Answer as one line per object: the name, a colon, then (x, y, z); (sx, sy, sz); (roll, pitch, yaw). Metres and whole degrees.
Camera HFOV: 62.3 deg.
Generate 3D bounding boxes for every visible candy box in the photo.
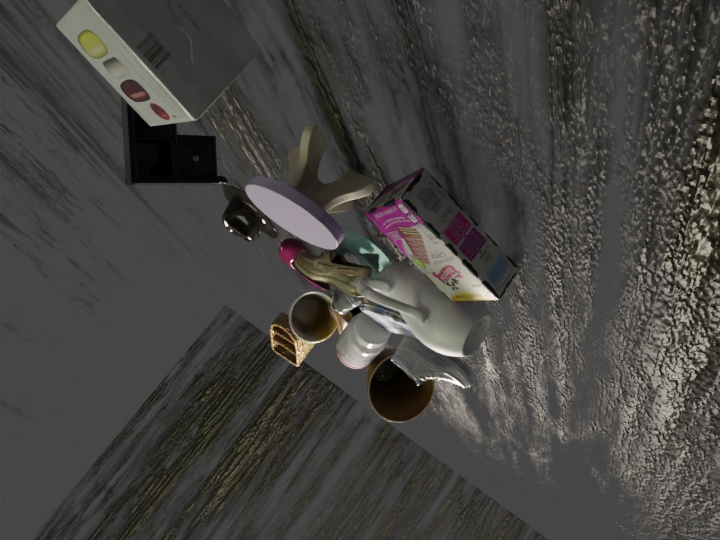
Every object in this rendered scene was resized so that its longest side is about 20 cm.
candy box: (0.113, -0.043, 0.855); (0.200, 0.061, 0.136); (43, 163, -13)

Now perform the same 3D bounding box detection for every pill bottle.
pill bottle: (0.009, 0.177, 1.550); (0.113, 0.114, 0.200); (38, 153, 3)

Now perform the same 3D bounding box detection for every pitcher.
pitcher: (0.103, 0.060, 0.989); (0.199, 0.123, 0.170); (33, -153, 32)

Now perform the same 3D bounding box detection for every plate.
plate: (0.000, 0.000, 1.212); (0.199, 0.026, 0.202); (32, 150, 21)

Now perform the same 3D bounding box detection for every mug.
mug: (-0.141, 0.145, 1.803); (0.187, 0.149, 0.153); (49, 170, -12)

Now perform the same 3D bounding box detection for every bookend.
bookend: (-0.388, -0.280, 1.243); (0.197, 0.203, 0.092); (-4, -174, -29)

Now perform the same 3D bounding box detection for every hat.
hat: (-0.306, -0.129, 1.530); (0.199, 0.081, 0.201); (37, 164, 12)

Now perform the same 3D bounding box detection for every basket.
basket: (-0.310, 0.289, 2.549); (0.199, 0.150, 0.143); (26, 160, 41)

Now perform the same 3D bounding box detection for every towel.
towel: (0.101, 0.128, 1.362); (0.146, 0.024, 0.198); (38, 164, -37)

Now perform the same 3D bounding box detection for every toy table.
toy table: (-0.080, -0.129, 0.955); (0.198, 0.118, 0.185); (32, 162, 23)

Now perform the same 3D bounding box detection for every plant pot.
plant pot: (0.087, 0.294, 1.657); (0.186, 0.187, 0.200); (43, 177, -15)

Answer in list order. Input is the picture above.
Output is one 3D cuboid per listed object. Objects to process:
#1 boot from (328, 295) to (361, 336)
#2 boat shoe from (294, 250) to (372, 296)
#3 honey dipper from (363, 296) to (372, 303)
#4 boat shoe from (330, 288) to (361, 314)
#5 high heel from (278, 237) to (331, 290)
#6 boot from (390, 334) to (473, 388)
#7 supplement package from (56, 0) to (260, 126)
boot: (-0.022, 0.147, 1.672); (0.074, 0.074, 0.201); (16, 152, 31)
boat shoe: (-0.053, -0.009, 1.185); (0.198, 0.066, 0.071); (24, -160, 40)
honey dipper: (-0.001, 0.040, 1.381); (0.038, 0.038, 0.201); (32, 164, 23)
boat shoe: (-0.041, 0.069, 1.425); (0.073, 0.068, 0.200); (55, 178, -11)
high heel: (-0.134, -0.010, 1.470); (0.096, 0.067, 0.200); (42, 172, 27)
boot: (0.169, 0.243, 1.439); (0.199, 0.096, 0.074); (36, 164, 12)
supplement package: (-0.283, -0.324, 0.829); (0.199, 0.148, 0.192); (15, 151, 54)
